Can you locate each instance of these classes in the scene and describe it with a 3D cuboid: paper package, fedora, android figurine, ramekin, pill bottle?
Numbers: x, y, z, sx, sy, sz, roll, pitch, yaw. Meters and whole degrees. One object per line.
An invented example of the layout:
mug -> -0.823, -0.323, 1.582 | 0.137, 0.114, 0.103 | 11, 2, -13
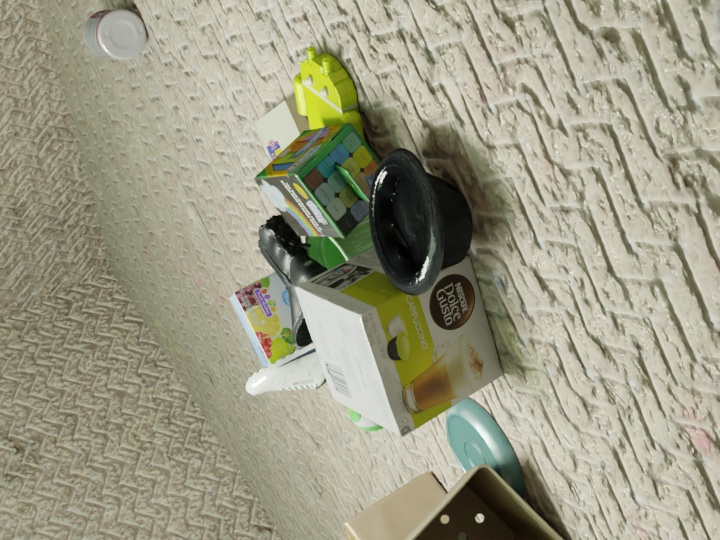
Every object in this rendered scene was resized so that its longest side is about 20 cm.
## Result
paper package -> 0.096, 0.508, 1.977 | 0.191, 0.200, 0.104 | 51, 157, 29
fedora -> 0.089, -0.067, 1.438 | 0.200, 0.091, 0.202 | 15, 107, 62
android figurine -> -0.047, -0.252, 1.653 | 0.182, 0.041, 0.200 | 45, 154, 42
ramekin -> 0.000, 0.000, 1.752 | 0.200, 0.097, 0.200 | 50, 155, 33
pill bottle -> -0.578, -0.549, 2.477 | 0.200, 0.113, 0.114 | 23, 135, 60

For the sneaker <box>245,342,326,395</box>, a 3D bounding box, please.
sneaker -> -0.108, 0.181, 1.874 | 0.081, 0.199, 0.076 | 63, -172, -1

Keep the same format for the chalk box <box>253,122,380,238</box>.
chalk box -> -0.043, -0.133, 1.580 | 0.125, 0.124, 0.200 | 52, 158, -22

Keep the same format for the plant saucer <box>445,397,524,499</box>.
plant saucer -> 0.196, 0.300, 1.739 | 0.200, 0.027, 0.200 | 50, 156, 32

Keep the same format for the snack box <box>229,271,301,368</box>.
snack box -> -0.117, 0.076, 1.979 | 0.169, 0.200, 0.068 | 62, 159, 1

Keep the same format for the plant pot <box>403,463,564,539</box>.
plant pot -> 0.179, 0.434, 1.674 | 0.200, 0.200, 0.177 | 44, 173, 0

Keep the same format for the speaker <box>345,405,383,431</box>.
speaker -> -0.006, 0.168, 1.729 | 0.088, 0.088, 0.200 | 35, 154, 52

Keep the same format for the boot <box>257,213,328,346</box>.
boot -> -0.116, 0.013, 1.805 | 0.163, 0.073, 0.199 | 49, 148, 30

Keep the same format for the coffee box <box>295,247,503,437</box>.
coffee box -> 0.057, 0.089, 1.571 | 0.200, 0.197, 0.200 | 18, 131, 58

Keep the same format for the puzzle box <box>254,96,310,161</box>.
puzzle box -> -0.126, -0.226, 1.893 | 0.133, 0.025, 0.200 | 66, 160, -6
